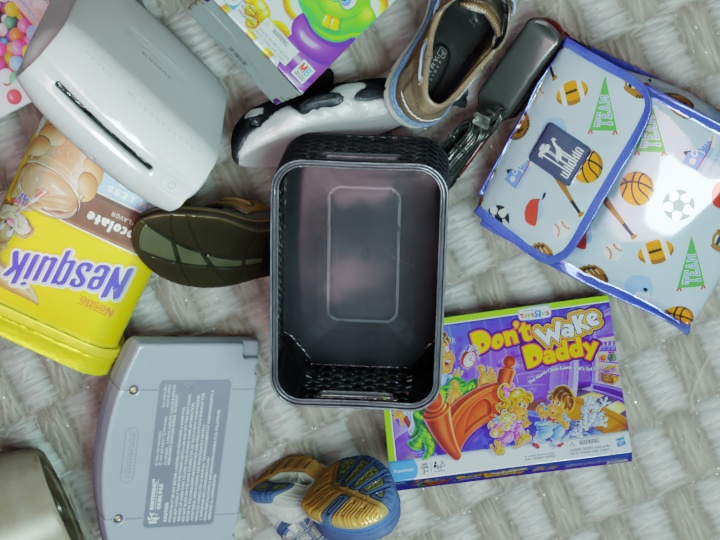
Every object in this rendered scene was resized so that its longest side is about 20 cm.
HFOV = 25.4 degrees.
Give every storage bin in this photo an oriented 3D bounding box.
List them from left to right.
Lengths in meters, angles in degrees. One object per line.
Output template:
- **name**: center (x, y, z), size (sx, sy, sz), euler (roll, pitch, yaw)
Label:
- **storage bin**: center (0.000, 0.000, 1.262), size (0.135, 0.094, 0.201), euler (2, 107, 3)

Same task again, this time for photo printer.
- **photo printer**: center (-0.179, -0.138, 1.222), size (0.069, 0.200, 0.166), euler (-42, 109, 17)

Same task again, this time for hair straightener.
- **hair straightener**: center (0.092, -0.124, 1.302), size (0.041, 0.077, 0.200), euler (45, 106, 10)

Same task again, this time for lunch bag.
- **lunch bag**: center (0.212, -0.071, 1.279), size (0.200, 0.124, 0.170), euler (28, 104, 0)

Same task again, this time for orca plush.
- **orca plush**: center (-0.016, -0.147, 1.309), size (0.199, 0.105, 0.071), euler (-24, 66, 7)

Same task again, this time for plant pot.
- **plant pot**: center (-0.336, 0.240, 1.382), size (0.173, 0.200, 0.201), euler (-24, 101, -6)

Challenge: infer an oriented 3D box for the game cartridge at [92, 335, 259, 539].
- **game cartridge**: center (-0.163, 0.152, 1.380), size (0.133, 0.040, 0.201), euler (1, 106, -30)

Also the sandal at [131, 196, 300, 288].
- **sandal**: center (-0.096, -0.034, 1.329), size (0.199, 0.055, 0.082), euler (-6, 134, -21)

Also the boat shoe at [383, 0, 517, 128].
- **boat shoe**: center (0.090, -0.202, 1.255), size (0.072, 0.072, 0.201), euler (26, 81, -20)

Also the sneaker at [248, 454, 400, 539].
- **sneaker**: center (-0.015, 0.209, 1.348), size (0.075, 0.200, 0.088), euler (-36, 106, -24)

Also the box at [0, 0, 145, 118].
- **box**: center (-0.292, -0.219, 1.331), size (0.199, 0.041, 0.156), euler (-25, 100, 11)

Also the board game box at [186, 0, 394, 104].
- **board game box**: center (-0.022, -0.237, 1.231), size (0.105, 0.103, 0.200), euler (46, 80, -12)

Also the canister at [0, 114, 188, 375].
- **canister**: center (-0.235, -0.033, 1.343), size (0.148, 0.087, 0.200), euler (25, 103, -10)

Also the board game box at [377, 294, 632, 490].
- **board game box**: center (0.118, 0.103, 1.338), size (0.199, 0.045, 0.135), euler (-9, 72, 7)
